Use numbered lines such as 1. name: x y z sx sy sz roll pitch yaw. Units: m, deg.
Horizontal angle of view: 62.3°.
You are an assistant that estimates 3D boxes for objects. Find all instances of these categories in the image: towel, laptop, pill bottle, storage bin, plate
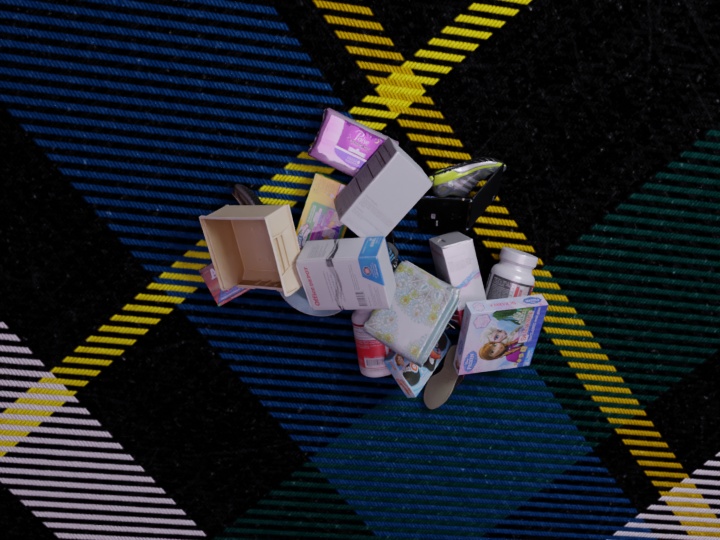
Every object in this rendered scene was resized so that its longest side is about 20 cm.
1. towel: 0.122 0.097 1.396 0.169 0.048 0.203 30 86 21
2. laptop: 0.236 -0.175 1.427 0.194 0.178 0.106 4 71 9
3. pill bottle: 0.037 0.153 1.497 0.109 0.112 0.206 -9 102 -3
4. storage bin: -0.243 -0.044 1.363 0.195 0.094 0.203 3 117 31
5. pill bottle: 0.372 0.052 1.503 0.113 0.116 0.205 14 101 -7
6. plate: -0.114 0.030 1.471 0.194 0.026 0.204 7 129 8

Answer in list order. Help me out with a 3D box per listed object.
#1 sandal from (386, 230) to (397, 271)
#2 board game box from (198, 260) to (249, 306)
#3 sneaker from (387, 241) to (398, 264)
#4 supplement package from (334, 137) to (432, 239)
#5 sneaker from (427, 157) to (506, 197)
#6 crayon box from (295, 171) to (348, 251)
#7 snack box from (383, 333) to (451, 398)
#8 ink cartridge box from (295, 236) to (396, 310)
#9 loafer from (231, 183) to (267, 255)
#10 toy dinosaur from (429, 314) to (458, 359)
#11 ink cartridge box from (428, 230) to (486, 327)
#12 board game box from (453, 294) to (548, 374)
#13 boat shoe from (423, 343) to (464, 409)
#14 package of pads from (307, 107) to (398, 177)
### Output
1. sandal: 0.055 -0.079 1.484 0.073 0.048 0.206 -5 102 -4
2. board game box: -0.292 -0.003 1.486 0.197 0.019 0.105 -29 101 2
3. sneaker: 0.000 0.000 1.456 0.198 0.082 0.074 -34 101 29
4. supplement package: 0.048 -0.177 1.358 0.116 0.118 0.200 37 106 -24
5. sneaker: 0.263 -0.224 1.467 0.195 0.074 0.083 -14 109 6
6. crayon box: -0.089 -0.124 1.457 0.116 0.058 0.205 19 100 -8
7. snack box: 0.146 0.205 1.493 0.117 0.037 0.200 55 50 -14
8. ink cartridge box: -0.030 0.009 1.359 0.195 0.085 0.148 -2 127 20
9. loafer: -0.254 -0.115 1.428 0.070 0.073 0.202 -34 88 10
10. toy dinosaur: 0.156 0.127 1.477 0.195 0.106 0.185 3 59 21
11. ink cartridge box: 0.242 0.018 1.469 0.083 0.148 0.205 -15 103 -4
12. board game box: 0.333 0.156 1.431 0.194 0.042 0.204 -6 127 -11
13. boat shoe: 0.233 0.280 1.559 0.062 0.074 0.205 1 122 -48
14. package of pads: -0.017 -0.291 1.420 0.196 0.076 0.123 24 102 -9
